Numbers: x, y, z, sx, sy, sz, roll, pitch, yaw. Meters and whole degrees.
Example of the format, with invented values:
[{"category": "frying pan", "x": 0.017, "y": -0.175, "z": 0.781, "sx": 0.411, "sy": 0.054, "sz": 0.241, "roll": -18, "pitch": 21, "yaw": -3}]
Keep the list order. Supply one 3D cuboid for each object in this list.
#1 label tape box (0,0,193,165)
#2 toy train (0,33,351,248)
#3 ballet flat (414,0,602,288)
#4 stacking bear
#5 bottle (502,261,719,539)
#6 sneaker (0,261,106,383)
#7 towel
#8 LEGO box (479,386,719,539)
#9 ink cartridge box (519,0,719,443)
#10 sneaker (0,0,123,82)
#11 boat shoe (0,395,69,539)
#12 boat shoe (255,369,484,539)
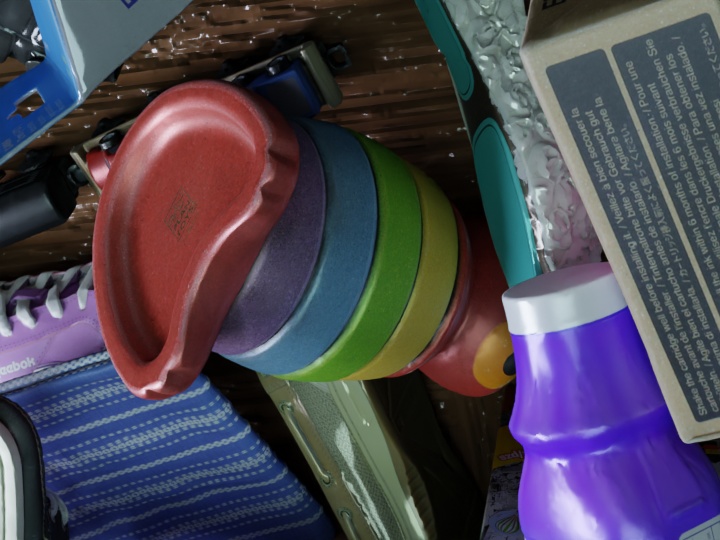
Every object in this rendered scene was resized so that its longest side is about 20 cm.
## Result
[{"category": "label tape box", "x": -0.083, "y": -0.133, "z": 0.715, "sx": 0.200, "sy": 0.143, "sz": 0.066, "roll": -41, "pitch": 107, "yaw": -2}, {"category": "toy train", "x": -0.094, "y": -0.054, "z": 0.859, "sx": 0.199, "sy": 0.046, "sz": 0.034, "roll": -22, "pitch": 113, "yaw": 20}, {"category": "ballet flat", "x": 0.068, "y": -0.072, "z": 0.778, "sx": 0.071, "sy": 0.072, "sz": 0.201, "roll": -20, "pitch": 88, "yaw": 20}, {"category": "stacking bear", "x": 0.000, "y": 0.000, "z": 0.814, "sx": 0.199, "sy": 0.114, "sz": 0.122, "roll": 17, "pitch": 110, "yaw": -36}, {"category": "bottle", "x": 0.100, "y": 0.099, "z": 0.736, "sx": 0.083, "sy": 0.065, "sz": 0.202, "roll": -3, "pitch": 104, "yaw": 59}, {"category": "sneaker", "x": -0.160, "y": 0.025, "z": 0.902, "sx": 0.114, "sy": 0.073, "sz": 0.200, "roll": 41, "pitch": 118, "yaw": -10}, {"category": "towel", "x": -0.110, "y": 0.104, "z": 0.908, "sx": 0.144, "sy": 0.024, "sz": 0.200, "roll": -19, "pitch": 143, "yaw": 13}, {"category": "LEGO box", "x": 0.151, "y": 0.133, "z": 0.860, "sx": 0.198, "sy": 0.149, "sz": 0.078, "roll": 7, "pitch": 120, "yaw": 6}, {"category": "ink cartridge box", "x": 0.128, "y": -0.060, "z": 0.728, "sx": 0.075, "sy": 0.200, "sz": 0.166, "roll": -17, "pitch": 114, "yaw": 19}, {"category": "sneaker", "x": -0.161, "y": -0.097, "z": 0.831, "sx": 0.200, "sy": 0.071, "sz": 0.099, "roll": -37, "pitch": 102, "yaw": 21}, {"category": "boat shoe", "x": -0.162, "y": 0.117, "z": 0.861, "sx": 0.072, "sy": 0.068, "sz": 0.201, "roll": 31, "pitch": 138, "yaw": 18}, {"category": "boat shoe", "x": 0.011, "y": 0.110, "z": 0.921, "sx": 0.063, "sy": 0.073, "sz": 0.202, "roll": -13, "pitch": 114, "yaw": 25}]
